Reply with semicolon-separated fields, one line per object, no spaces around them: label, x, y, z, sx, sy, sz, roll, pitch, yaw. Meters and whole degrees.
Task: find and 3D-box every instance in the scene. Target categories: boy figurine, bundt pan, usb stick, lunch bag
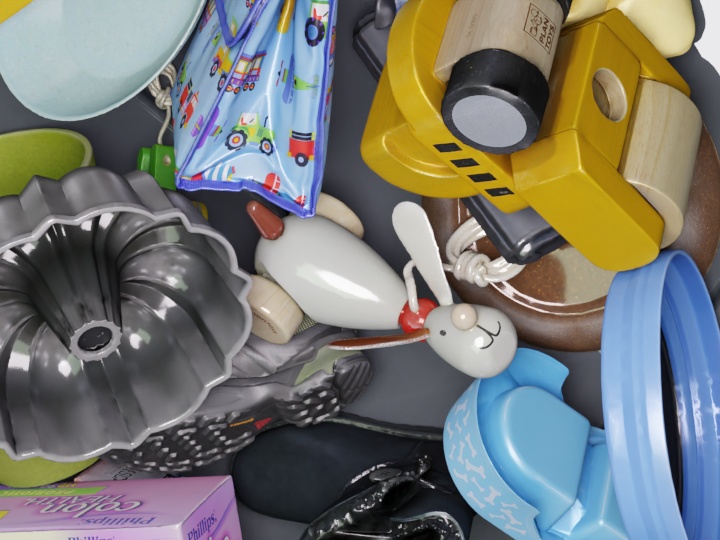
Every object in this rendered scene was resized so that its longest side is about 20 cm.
boy figurine;0.108;-0.172;1.223;0.198;0.125;0.065;7;65;4
bundt pan;-0.169;0.018;1.204;0.202;0.201;0.076;-48;44;19
usb stick;0.063;-0.087;1.248;0.055;0.033;0.201;-26;65;-17
lunch bag;-0.049;-0.159;1.222;0.093;0.151;0.202;12;113;-12

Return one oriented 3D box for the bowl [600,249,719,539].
bowl;0.187;0.090;1.203;0.039;0.200;0.203;-8;99;22

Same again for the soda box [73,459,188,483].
soda box;-0.176;0.237;1.411;0.068;0.064;0.202;14;106;13

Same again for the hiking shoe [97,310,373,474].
hiking shoe;-0.096;0.066;1.330;0.198;0.076;0.101;-16;59;-5

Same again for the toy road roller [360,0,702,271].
toy road roller;0.093;-0.088;1.180;0.200;0.124;0.145;38;141;-29

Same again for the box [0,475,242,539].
box;-0.165;0.247;1.320;0.174;0.097;0.202;-5;103;19

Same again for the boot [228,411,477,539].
boot;-0.014;0.149;1.290;0.198;0.168;0.077;0;102;17

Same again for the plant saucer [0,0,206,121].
plant saucer;-0.157;-0.188;1.299;0.200;0.039;0.203;-13;68;35

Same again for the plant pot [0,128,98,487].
plant pot;-0.235;0.036;1.341;0.185;0.188;0.201;-10;116;18

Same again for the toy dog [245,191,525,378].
toy dog;0.000;0.000;1.235;0.198;0.096;0.133;-2;59;25

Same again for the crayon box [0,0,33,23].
crayon box;-0.231;-0.239;1.305;0.199;0.051;0.128;-30;59;20

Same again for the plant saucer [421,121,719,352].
plant saucer;0.131;-0.042;1.279;0.198;0.037;0.202;4;103;16

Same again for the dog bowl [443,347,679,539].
dog bowl;0.135;0.134;1.259;0.199;0.112;0.049;35;137;-19

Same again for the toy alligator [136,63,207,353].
toy alligator;-0.138;-0.037;1.335;0.059;0.054;0.202;7;69;-25
